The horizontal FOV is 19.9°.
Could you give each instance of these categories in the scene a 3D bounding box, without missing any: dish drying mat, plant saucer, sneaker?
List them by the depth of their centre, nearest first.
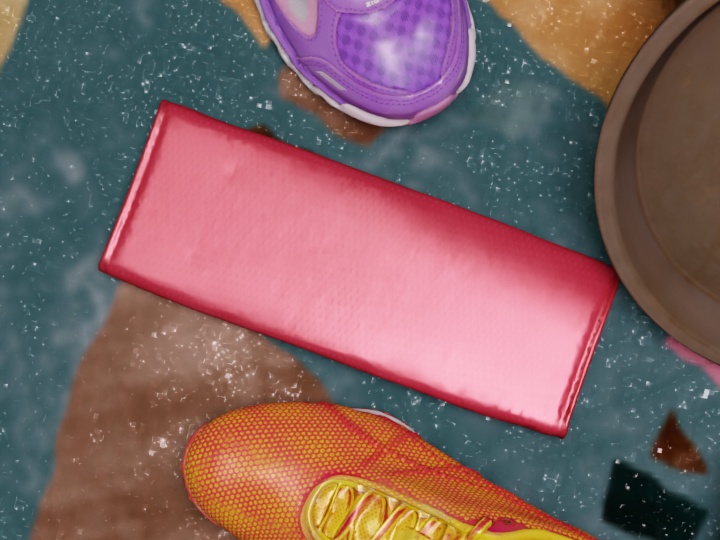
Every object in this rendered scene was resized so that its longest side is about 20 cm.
[{"bbox_3d":[0.187,-0.043,0.774,0.200,0.029,0.200,0,123,0],"label":"plant saucer"},{"bbox_3d":[0.026,0.100,0.789,0.200,0.077,0.073,20,87,4],"label":"sneaker"},{"bbox_3d":[-0.017,-0.152,0.806,0.080,0.088,0.200,-24,86,-3],"label":"sneaker"},{"bbox_3d":[0.000,0.000,0.828,0.200,0.018,0.077,20,85,4],"label":"dish drying mat"}]

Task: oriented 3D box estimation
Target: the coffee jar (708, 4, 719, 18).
[{"bbox_3d":[0.166,-0.194,0.768,0.085,0.104,0.200,12,112,0],"label":"coffee jar"}]
